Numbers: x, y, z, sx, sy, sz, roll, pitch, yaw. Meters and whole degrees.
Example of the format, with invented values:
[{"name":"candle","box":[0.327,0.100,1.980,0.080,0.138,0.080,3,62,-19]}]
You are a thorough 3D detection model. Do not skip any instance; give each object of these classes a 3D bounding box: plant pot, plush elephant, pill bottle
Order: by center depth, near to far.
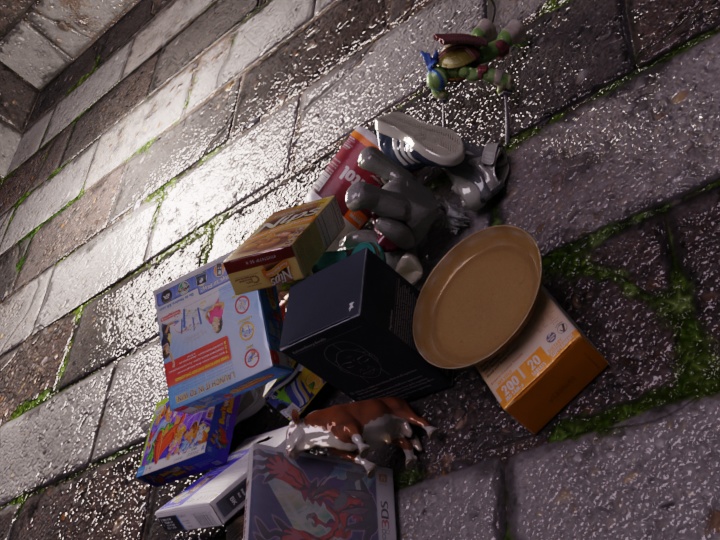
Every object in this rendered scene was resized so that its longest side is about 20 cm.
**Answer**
[{"name":"plant pot","box":[0.148,0.036,1.109,0.198,0.027,0.203,-33,37,29]},{"name":"plush elephant","box":[0.046,-0.063,1.350,0.156,0.196,0.166,-59,15,32]},{"name":"pill bottle","box":[-0.020,-0.131,1.510,0.201,0.112,0.113,-53,34,2]}]

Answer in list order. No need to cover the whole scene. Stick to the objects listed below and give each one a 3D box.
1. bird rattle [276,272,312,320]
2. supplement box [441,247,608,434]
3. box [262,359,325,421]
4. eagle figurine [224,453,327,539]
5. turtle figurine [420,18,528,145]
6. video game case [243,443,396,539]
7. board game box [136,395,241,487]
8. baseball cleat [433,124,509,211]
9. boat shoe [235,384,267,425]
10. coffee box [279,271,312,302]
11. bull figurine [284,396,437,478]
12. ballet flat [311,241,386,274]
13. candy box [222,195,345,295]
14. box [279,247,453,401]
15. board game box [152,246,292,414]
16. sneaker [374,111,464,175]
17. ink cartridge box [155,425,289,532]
[{"name":"bird rattle","box":[-0.122,0.056,1.425,0.200,0.162,0.113,-47,15,9]},{"name":"supplement box","box":[0.196,0.082,1.102,0.126,0.073,0.201,-46,35,10]},{"name":"box","box":[-0.063,0.129,1.361,0.201,0.064,0.070,-50,6,5]},{"name":"eagle figurine","box":[-0.103,0.342,1.182,0.201,0.148,0.154,-109,27,-55]},{"name":"turtle figurine","box":[0.189,-0.309,1.450,0.194,0.201,0.144,-45,7,-25]},{"name":"video game case","box":[-0.047,0.312,1.096,0.023,0.195,0.185,120,157,-43]},{"name":"board game box","box":[-0.274,0.258,1.432,0.198,0.044,0.137,-27,43,40]},{"name":"baseball cleat","box":[0.169,-0.173,1.374,0.105,0.070,0.202,-34,47,13]},{"name":"boat shoe","box":[-0.235,0.235,1.491,0.201,0.064,0.075,-38,37,24]},{"name":"coffee box","box":[-0.150,0.045,1.541,0.201,0.079,0.114,-50,35,5]},{"name":"bull figurine","box":[0.001,0.209,1.143,0.121,0.197,0.067,35,126,45]},{"name":"ballet flat","box":[0.000,0.000,1.290,0.199,0.070,0.069,-3,61,62]},{"name":"candy box","box":[-0.106,-0.040,1.299,0.113,0.056,0.201,-13,20,22]},{"name":"box","box":[0.013,0.087,1.205,0.147,0.199,0.109,-24,44,34]},{"name":"board game box","box":[-0.212,0.089,1.354,0.197,0.056,0.200,-23,67,23]},{"name":"sneaker","box":[0.092,-0.176,1.362,0.074,0.086,0.200,-18,32,-23]},{"name":"ink cartridge box","box":[-0.184,0.306,1.321,0.199,0.044,0.197,-37,6,-38]}]
